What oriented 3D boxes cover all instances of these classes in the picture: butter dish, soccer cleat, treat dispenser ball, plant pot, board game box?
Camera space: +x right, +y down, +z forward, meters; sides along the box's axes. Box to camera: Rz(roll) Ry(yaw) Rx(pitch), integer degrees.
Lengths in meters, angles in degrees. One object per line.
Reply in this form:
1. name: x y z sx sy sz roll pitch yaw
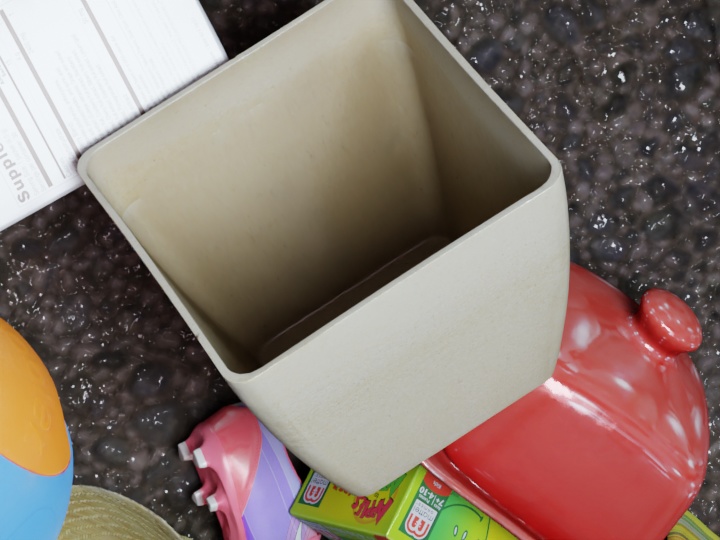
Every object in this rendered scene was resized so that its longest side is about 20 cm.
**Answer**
1. butter dish: 0.134 0.067 1.723 0.199 0.200 0.148 39 117 -19
2. soccer cleat: -0.045 0.172 1.778 0.076 0.067 0.200 -21 103 -16
3. treat dispenser ball: -0.257 0.106 1.630 0.200 0.201 0.201 -3 101 -16
4. plant pot: 0.000 0.000 1.606 0.200 0.200 0.177 -33 138 -7
5. board game box: 0.066 0.174 1.764 0.200 0.102 0.048 35 74 -31

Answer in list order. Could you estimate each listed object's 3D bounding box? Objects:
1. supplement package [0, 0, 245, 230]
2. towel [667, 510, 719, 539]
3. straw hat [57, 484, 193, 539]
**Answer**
1. supplement package: -0.186 -0.105 1.652 0.200 0.121 0.120 -30 105 -9
2. towel: 0.211 0.224 1.800 0.086 0.200 0.018 40 118 -16
3. straw hat: -0.117 0.196 1.733 0.085 0.201 0.202 -28 111 -48
